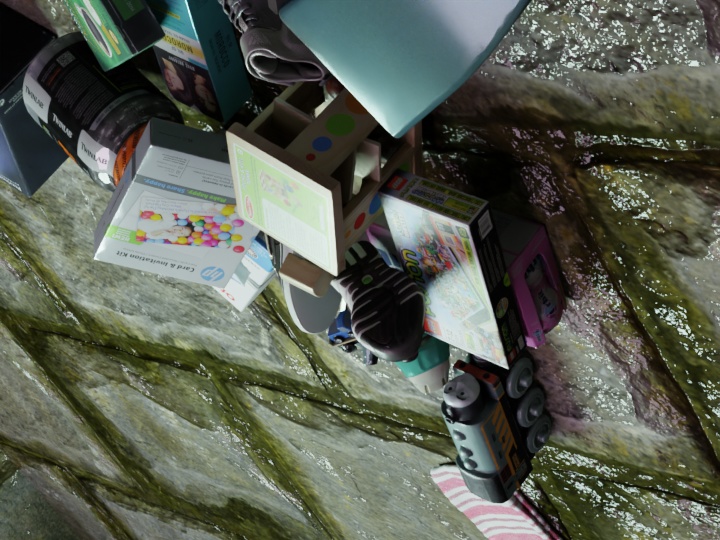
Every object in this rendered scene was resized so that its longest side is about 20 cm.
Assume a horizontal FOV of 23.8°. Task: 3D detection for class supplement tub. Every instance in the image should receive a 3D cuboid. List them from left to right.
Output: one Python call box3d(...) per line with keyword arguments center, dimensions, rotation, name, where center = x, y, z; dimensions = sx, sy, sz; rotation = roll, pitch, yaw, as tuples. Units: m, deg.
box3d(center=(-0.274, -0.166, 1.875), dimensions=(0.200, 0.122, 0.123), rotation=(43, 161, 35), name="supplement tub")

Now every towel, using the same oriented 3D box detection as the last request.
box3d(center=(0.186, 0.324, 2.195), dimensions=(0.200, 0.030, 0.146), rotation=(47, 154, -14), name="towel")

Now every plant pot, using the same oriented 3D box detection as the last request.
box3d(center=(0.064, -0.227, 1.308), dimensions=(0.141, 0.142, 0.200), rotation=(44, 149, -10), name="plant pot")

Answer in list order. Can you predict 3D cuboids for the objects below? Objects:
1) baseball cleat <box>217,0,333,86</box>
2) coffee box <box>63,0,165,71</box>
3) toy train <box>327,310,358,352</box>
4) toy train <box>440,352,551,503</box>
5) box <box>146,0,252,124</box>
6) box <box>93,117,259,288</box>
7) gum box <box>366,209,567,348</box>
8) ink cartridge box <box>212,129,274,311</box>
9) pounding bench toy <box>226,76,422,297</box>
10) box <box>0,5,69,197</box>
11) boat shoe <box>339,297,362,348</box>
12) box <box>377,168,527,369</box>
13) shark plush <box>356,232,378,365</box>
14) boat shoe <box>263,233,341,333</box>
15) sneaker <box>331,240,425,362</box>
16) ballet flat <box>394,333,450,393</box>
box3d(center=(-0.100, -0.242, 1.557), dimensions=(0.199, 0.107, 0.070), rotation=(32, 142, 8), name="baseball cleat")
box3d(center=(-0.261, -0.271, 1.738), dimensions=(0.124, 0.044, 0.200), rotation=(59, 167, -9), name="coffee box")
box3d(center=(0.037, 0.047, 1.839), dimensions=(0.199, 0.034, 0.046), rotation=(-22, 137, 35), name="toy train")
box3d(center=(0.146, 0.166, 1.880), dimensions=(0.085, 0.114, 0.201), rotation=(22, 150, 34), name="toy train")
box3d(center=(-0.173, -0.244, 1.731), dimensions=(0.082, 0.049, 0.201), rotation=(27, 152, 28), name="box")
box3d(center=(-0.181, -0.067, 1.801), dimensions=(0.154, 0.042, 0.200), rotation=(13, 141, -21), name="box")
box3d(center=(0.108, -0.007, 1.698), dimensions=(0.199, 0.066, 0.114), rotation=(20, 148, 38), name="gum box")
box3d(center=(-0.146, -0.054, 1.973), dimensions=(0.146, 0.086, 0.200), rotation=(40, 154, 0), name="ink cartridge box")
box3d(center=(-0.024, -0.089, 1.633), dimensions=(0.124, 0.156, 0.201), rotation=(30, 149, 23), name="pounding bench toy")
box3d(center=(-0.462, -0.226, 2.100), dimensions=(0.199, 0.124, 0.199), rotation=(31, 156, 22), name="box")
box3d(center=(0.020, 0.033, 1.892), dimensions=(0.061, 0.073, 0.201), rotation=(33, 150, 25), name="boat shoe")
box3d(center=(0.089, 0.000, 1.618), dimensions=(0.109, 0.035, 0.201), rotation=(22, 147, 35), name="box")
box3d(center=(0.000, 0.000, 1.805), dimensions=(0.083, 0.091, 0.202), rotation=(7, 130, 39), name="shark plush")
box3d(center=(-0.068, -0.033, 1.844), dimensions=(0.063, 0.070, 0.203), rotation=(0, 99, 56), name="boat shoe")
box3d(center=(0.036, 0.057, 1.660), dimensions=(0.116, 0.075, 0.200), rotation=(60, -179, -30), name="sneaker")
box3d(center=(0.072, 0.097, 1.863), dimensions=(0.200, 0.067, 0.071), rotation=(-110, -5, -88), name="ballet flat")
